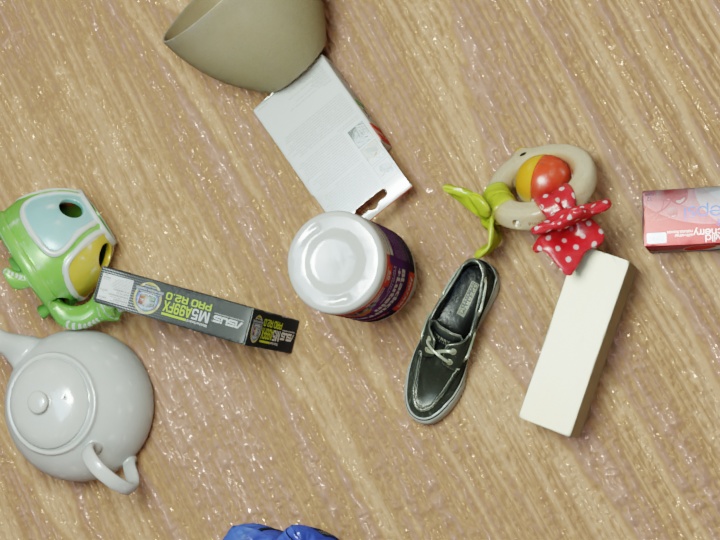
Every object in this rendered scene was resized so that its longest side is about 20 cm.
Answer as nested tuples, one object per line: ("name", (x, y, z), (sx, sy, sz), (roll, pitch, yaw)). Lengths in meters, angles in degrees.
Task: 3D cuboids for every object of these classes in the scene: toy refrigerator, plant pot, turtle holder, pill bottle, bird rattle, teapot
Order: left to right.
("turtle holder", (-0.366, -0.020, 1.825), (0.131, 0.142, 0.186), (-34, 41, -5))
("teapot", (-0.351, 0.164, 1.803), (0.197, 0.146, 0.200), (0, 85, 16))
("plant pot", (-0.117, -0.291, 1.774), (0.200, 0.201, 0.135), (-41, 109, 9))
("pill bottle", (0.000, 0.000, 1.682), (0.110, 0.200, 0.113), (-2, 84, 17))
("bird rattle", (0.195, -0.086, 1.657), (0.199, 0.113, 0.164), (-3, 43, 44))
("toy refrigerator", (0.239, 0.078, 1.666), (0.069, 0.076, 0.202), (18, 90, 18))

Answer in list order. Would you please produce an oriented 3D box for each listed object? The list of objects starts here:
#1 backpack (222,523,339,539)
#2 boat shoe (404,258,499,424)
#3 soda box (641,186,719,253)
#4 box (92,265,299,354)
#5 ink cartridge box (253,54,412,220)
("backpack", (-0.079, 0.370, 1.695), (0.199, 0.162, 0.169), (34, 85, 30))
("boat shoe", (0.097, 0.079, 1.715), (0.070, 0.064, 0.202), (21, 91, 18))
("soda box", (0.408, -0.057, 1.629), (0.197, 0.070, 0.064), (-2, 83, 17))
("box", (-0.190, 0.048, 1.758), (0.198, 0.160, 0.045), (15, 87, 17))
("ink cartridge box", (-0.028, -0.144, 1.786), (0.109, 0.050, 0.201), (-37, 76, 10))
